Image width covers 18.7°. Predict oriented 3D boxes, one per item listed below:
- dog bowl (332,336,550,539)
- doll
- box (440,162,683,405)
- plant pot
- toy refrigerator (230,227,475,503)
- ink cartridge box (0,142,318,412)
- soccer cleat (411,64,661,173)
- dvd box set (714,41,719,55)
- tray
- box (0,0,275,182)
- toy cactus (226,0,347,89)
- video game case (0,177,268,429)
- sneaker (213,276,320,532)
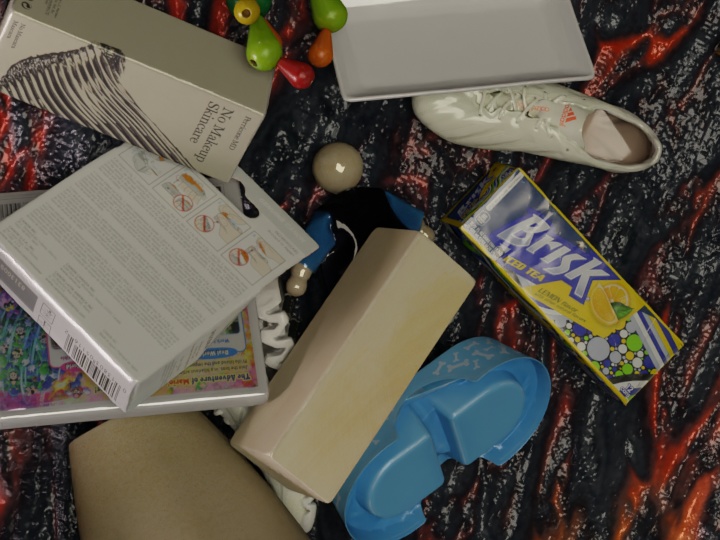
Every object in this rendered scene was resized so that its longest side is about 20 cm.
[{"bbox_3d":[0.055,0.126,1.682,0.200,0.050,0.112,-35,140,-14],"label":"dog bowl"},{"bbox_3d":[0.000,0.000,1.680,0.136,0.048,0.201,-16,98,-29],"label":"doll"},{"bbox_3d":[0.158,0.009,1.713,0.070,0.064,0.200,-45,104,-4],"label":"box"},{"bbox_3d":[-0.132,0.198,1.623,0.187,0.187,0.201,-25,85,-9],"label":"plant pot"},{"bbox_3d":[-0.003,0.069,1.613,0.070,0.076,0.200,40,75,-23],"label":"toy refrigerator"},{"bbox_3d":[-0.154,-0.011,1.601,0.160,0.047,0.200,44,52,12],"label":"ink cartridge box"},{"bbox_3d":[0.139,-0.118,1.686,0.199,0.078,0.070,12,94,-14],"label":"soccer cleat"},{"bbox_3d":[0.404,-0.172,1.765,0.200,0.029,0.146,40,87,-14],"label":"dvd box set"},{"bbox_3d":[0.072,-0.173,1.672,0.199,0.022,0.108,-6,55,-12],"label":"tray"},{"bbox_3d":[-0.169,-0.145,1.600,0.199,0.069,0.082,21,132,-11],"label":"box"},{"bbox_3d":[-0.067,-0.239,1.611,0.164,0.102,0.201,18,75,7],"label":"toy cactus"},{"bbox_3d":[-0.177,0.021,1.611,0.199,0.024,0.183,-5,66,-11],"label":"video game case"},{"bbox_3d":[-0.075,0.106,1.674,0.081,0.075,0.201,-12,97,3],"label":"sneaker"}]
